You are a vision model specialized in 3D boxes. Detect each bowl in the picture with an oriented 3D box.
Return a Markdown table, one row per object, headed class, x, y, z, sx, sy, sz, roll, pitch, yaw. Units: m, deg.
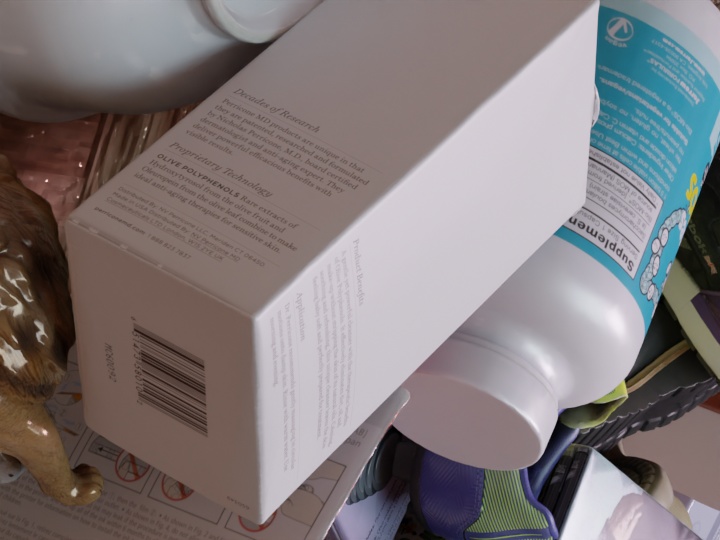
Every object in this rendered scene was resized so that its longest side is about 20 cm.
| class | x | y | z | sx | sy | sz | roll | pitch | yaw |
| --- | --- | --- | --- | --- | --- | --- | --- | --- | --- |
| bowl | -0.058 | -0.137 | 1.015 | 0.201 | 0.090 | 0.201 | -37 | 137 | -43 |

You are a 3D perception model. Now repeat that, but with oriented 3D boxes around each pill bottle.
| class | x | y | z | sx | sy | sz | roll | pitch | yaw |
| --- | --- | --- | --- | --- | --- | --- | --- | --- | --- |
| pill bottle | 0.073 | -0.022 | 1.160 | 0.200 | 0.111 | 0.111 | -66 | 151 | -27 |

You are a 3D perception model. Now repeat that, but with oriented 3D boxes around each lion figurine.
| class | x | y | z | sx | sy | sz | roll | pitch | yaw |
| --- | --- | --- | --- | --- | --- | --- | --- | --- | --- |
| lion figurine | -0.163 | 0.062 | 0.991 | 0.200 | 0.072 | 0.123 | -49 | 137 | -23 |

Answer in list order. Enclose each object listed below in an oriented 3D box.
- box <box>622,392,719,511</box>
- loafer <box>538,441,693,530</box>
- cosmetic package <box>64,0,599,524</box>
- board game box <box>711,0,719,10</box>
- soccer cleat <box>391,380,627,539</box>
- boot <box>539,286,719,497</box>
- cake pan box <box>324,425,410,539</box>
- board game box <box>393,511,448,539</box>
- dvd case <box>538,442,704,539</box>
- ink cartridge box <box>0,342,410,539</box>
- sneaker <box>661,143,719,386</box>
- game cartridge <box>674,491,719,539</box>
| class | x | y | z | sx | sy | sz | roll | pitch | yaw |
| --- | --- | --- | --- | --- | --- | --- | --- | --- | --- |
| box | 0.230 | 0.026 | 1.540 | 0.200 | 0.124 | 0.098 | -53 | 146 | -26 |
| loafer | 0.112 | 0.123 | 1.379 | 0.076 | 0.200 | 0.068 | -29 | 97 | -3 |
| cosmetic package | -0.005 | -0.020 | 1.016 | 0.200 | 0.085 | 0.108 | -44 | 149 | -36 |
| board game box | 0.218 | -0.032 | 1.411 | 0.097 | 0.200 | 0.160 | -46 | 142 | -33 |
| soccer cleat | 0.081 | 0.030 | 1.228 | 0.065 | 0.084 | 0.200 | 65 | 41 | -52 |
| boot | 0.079 | 0.021 | 1.325 | 0.200 | 0.138 | 0.077 | -24 | 163 | -39 |
| cake pan box | 0.000 | 0.000 | 1.201 | 0.200 | 0.052 | 0.184 | -65 | 153 | -28 |
| board game box | -0.004 | 0.167 | 1.303 | 0.200 | 0.035 | 0.126 | -34 | 154 | -47 |
| dvd case | 0.096 | 0.193 | 1.233 | 0.146 | 0.022 | 0.200 | 40 | 66 | -40 |
| ink cartridge box | -0.083 | 0.114 | 1.060 | 0.200 | 0.162 | 0.050 | -59 | 144 | -17 |
| sneaker | 0.153 | -0.041 | 1.302 | 0.076 | 0.200 | 0.088 | -32 | 165 | -40 |
| game cartridge | 0.177 | 0.172 | 1.635 | 0.200 | 0.040 | 0.133 | -61 | 152 | -13 |
